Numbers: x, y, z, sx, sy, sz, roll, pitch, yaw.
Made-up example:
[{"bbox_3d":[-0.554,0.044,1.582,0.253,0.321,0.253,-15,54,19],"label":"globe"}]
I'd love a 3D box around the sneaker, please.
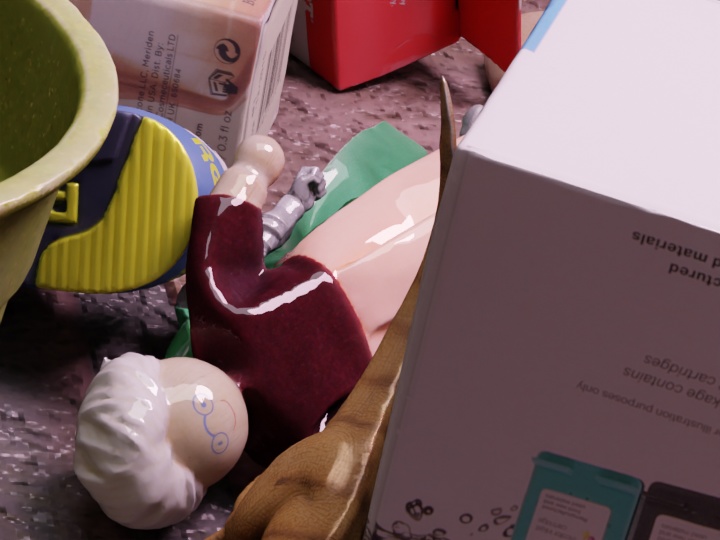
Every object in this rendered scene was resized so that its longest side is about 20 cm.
[{"bbox_3d":[-0.132,-0.028,1.005,0.199,0.074,0.082,11,7,21],"label":"sneaker"}]

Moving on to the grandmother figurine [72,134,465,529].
[{"bbox_3d":[-0.011,0.015,0.942,0.200,0.061,0.122,-34,90,-33],"label":"grandmother figurine"}]

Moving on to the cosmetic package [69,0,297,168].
[{"bbox_3d":[-0.128,-0.097,1.119,0.199,0.088,0.104,13,29,3],"label":"cosmetic package"}]

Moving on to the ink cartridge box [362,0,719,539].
[{"bbox_3d":[0.088,0.049,0.808,0.145,0.201,0.147,18,28,9],"label":"ink cartridge box"}]

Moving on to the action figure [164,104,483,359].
[{"bbox_3d":[0.000,0.000,1.030,0.118,0.055,0.200,29,36,24],"label":"action figure"}]

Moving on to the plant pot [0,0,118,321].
[{"bbox_3d":[-0.171,0.025,0.763,0.199,0.191,0.200,8,28,-4],"label":"plant pot"}]

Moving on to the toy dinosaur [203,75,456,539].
[{"bbox_3d":[-0.005,0.059,0.843,0.060,0.106,0.201,27,65,-1],"label":"toy dinosaur"}]

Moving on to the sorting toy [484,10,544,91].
[{"bbox_3d":[0.159,-0.061,1.188,0.199,0.037,0.185,-9,30,-3],"label":"sorting toy"}]

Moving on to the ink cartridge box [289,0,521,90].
[{"bbox_3d":[-0.018,-0.157,1.231,0.067,0.117,0.200,-24,42,-27],"label":"ink cartridge box"}]
